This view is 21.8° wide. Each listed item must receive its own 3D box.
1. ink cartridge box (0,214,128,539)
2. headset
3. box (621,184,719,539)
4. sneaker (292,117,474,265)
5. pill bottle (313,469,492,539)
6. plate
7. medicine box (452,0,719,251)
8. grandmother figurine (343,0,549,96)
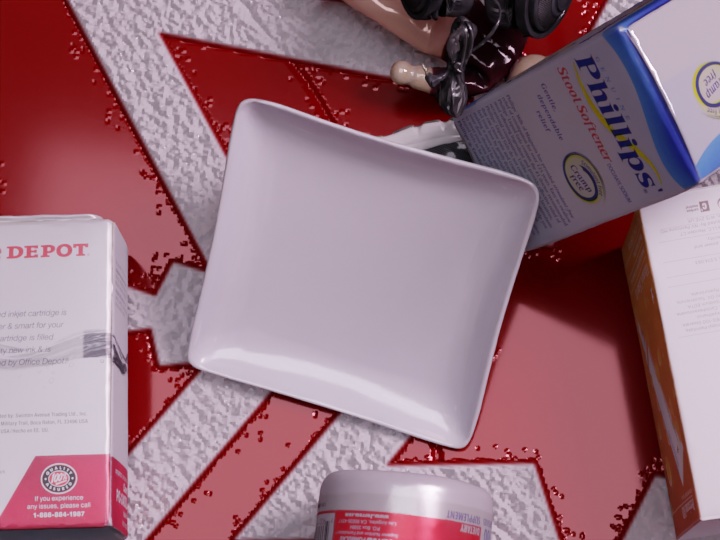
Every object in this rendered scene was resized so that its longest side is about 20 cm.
[{"bbox_3d":[-0.225,0.073,1.216,0.143,0.083,0.202,-2,76,2],"label":"ink cartridge box"},{"bbox_3d":[0.076,-0.175,1.195,0.122,0.200,0.095,9,119,6],"label":"headset"},{"bbox_3d":[0.233,0.058,1.179,0.096,0.124,0.202,-9,76,1],"label":"box"},{"bbox_3d":[0.030,-0.052,1.250,0.198,0.074,0.086,-10,90,4],"label":"sneaker"},{"bbox_3d":[0.020,0.231,1.153,0.111,0.112,0.202,5,77,4],"label":"pill bottle"},{"bbox_3d":[0.000,0.000,1.202,0.197,0.032,0.202,17,118,6],"label":"plate"},{"bbox_3d":[0.188,-0.114,1.149,0.181,0.200,0.104,-32,94,-29],"label":"medicine box"},{"bbox_3d":[0.069,-0.166,1.276,0.199,0.061,0.122,37,85,7],"label":"grandmother figurine"}]
